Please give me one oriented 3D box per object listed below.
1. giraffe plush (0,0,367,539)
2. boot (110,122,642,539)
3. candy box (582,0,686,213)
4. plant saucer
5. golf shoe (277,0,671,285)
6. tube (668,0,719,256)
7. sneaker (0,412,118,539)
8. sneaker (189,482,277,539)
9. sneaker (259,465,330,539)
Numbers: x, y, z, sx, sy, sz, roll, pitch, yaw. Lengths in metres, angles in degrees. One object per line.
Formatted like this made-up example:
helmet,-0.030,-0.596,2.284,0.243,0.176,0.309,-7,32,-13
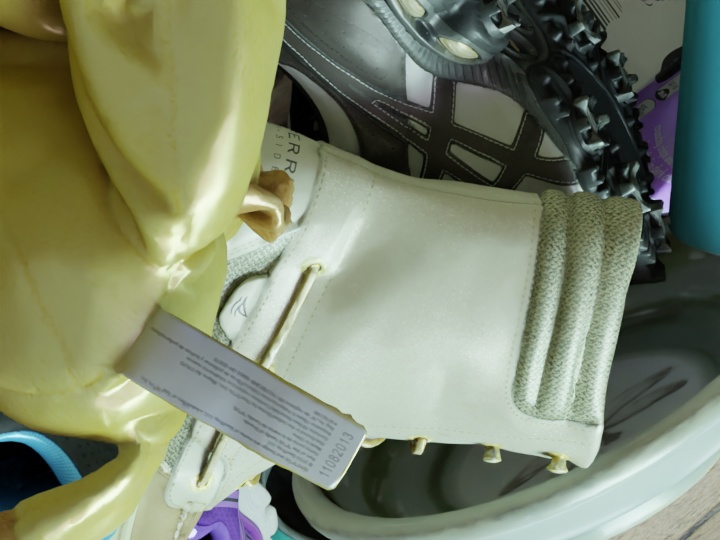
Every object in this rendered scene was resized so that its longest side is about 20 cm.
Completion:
giraffe plush,-0.075,-0.038,0.693,0.172,0.200,0.162,-42,-171,13
boot,-0.002,0.042,0.866,0.154,0.072,0.201,10,132,-8
candy box,0.149,-0.109,0.994,0.200,0.072,0.168,-38,161,10
plant saucer,0.074,0.050,0.954,0.199,0.050,0.200,-24,-161,9
golf shoe,0.028,-0.054,0.868,0.094,0.078,0.200,-23,134,22
tube,0.133,-0.105,0.879,0.077,0.050,0.201,-12,115,-34
sneaker,-0.150,0.031,0.745,0.199,0.082,0.073,8,136,-28
sneaker,-0.079,0.116,1.118,0.080,0.084,0.200,4,153,4
sneaker,-0.003,0.107,1.270,0.199,0.084,0.121,-11,160,-48
